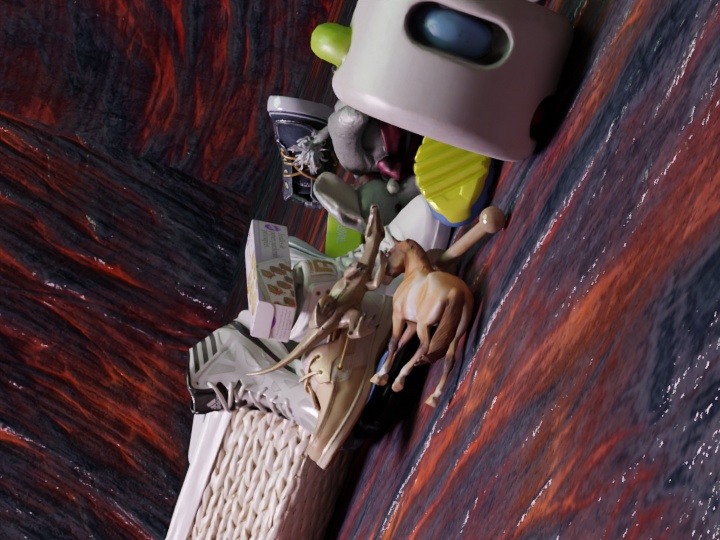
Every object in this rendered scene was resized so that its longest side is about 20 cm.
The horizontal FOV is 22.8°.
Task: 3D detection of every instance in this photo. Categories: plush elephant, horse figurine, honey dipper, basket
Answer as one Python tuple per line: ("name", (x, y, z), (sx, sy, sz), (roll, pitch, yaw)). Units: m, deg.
("plush elephant", (0.028, -0.103, 1.828), (0.199, 0.156, 0.164), (-31, -17, 26))
("horse figurine", (0.054, 0.043, 1.556), (0.134, 0.050, 0.200), (-69, 17, -2))
("honey dipper", (0.088, -0.019, 1.592), (0.200, 0.038, 0.038), (135, 153, -65))
("basket", (-0.096, 0.215, 1.849), (0.135, 0.123, 0.202), (-1, -68, -65))

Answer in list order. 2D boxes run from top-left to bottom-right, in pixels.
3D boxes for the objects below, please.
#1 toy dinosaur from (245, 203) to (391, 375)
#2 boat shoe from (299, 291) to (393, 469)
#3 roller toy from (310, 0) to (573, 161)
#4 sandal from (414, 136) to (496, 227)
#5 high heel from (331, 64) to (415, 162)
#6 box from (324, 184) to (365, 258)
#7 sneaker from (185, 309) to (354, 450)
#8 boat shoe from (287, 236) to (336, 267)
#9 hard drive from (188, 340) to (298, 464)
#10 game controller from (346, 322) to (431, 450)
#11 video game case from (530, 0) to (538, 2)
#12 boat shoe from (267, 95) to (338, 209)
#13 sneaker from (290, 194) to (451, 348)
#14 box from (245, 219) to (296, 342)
("toy dinosaur", (-0.021, 0.037, 1.631), (0.201, 0.058, 0.101), (-54, 12, 0))
("boat shoe", (-0.023, 0.094, 1.665), (0.074, 0.069, 0.201), (-59, 8, 47))
("roller toy", (0.080, -0.181, 1.478), (0.182, 0.199, 0.141), (28, 102, 46))
("sandal", (0.094, -0.116, 1.675), (0.087, 0.079, 0.201), (62, -157, -46))
("high heel", (0.006, -0.130, 1.975), (0.071, 0.141, 0.202), (25, -93, -77))
("box", (-0.009, -0.010, 2.028), (0.201, 0.047, 0.123), (-87, -10, -60))
("sneaker", (-0.099, 0.129, 1.741), (0.200, 0.115, 0.076), (40, 150, 37))
("boat shoe", (-0.039, 0.024, 1.879), (0.199, 0.067, 0.074), (19, 130, 44))
("hard drive", (-0.110, 0.116, 1.917), (0.200, 0.026, 0.133), (-33, -41, -54))
("game controller", (0.020, 0.110, 1.727), (0.200, 0.042, 0.105), (129, 158, -67))
("video game case", (0.081, -0.242, 1.720), (0.199, 0.023, 0.182), (-26, 16, 5))
("boat shoe", (-0.059, -0.126, 1.957), (0.200, 0.070, 0.092), (39, -119, -73))
("sneaker", (0.000, 0.000, 1.750), (0.201, 0.115, 0.074), (-59, 36, 19))
("box", (-0.090, 0.008, 1.761), (0.200, 0.038, 0.042), (-101, 24, -65))
